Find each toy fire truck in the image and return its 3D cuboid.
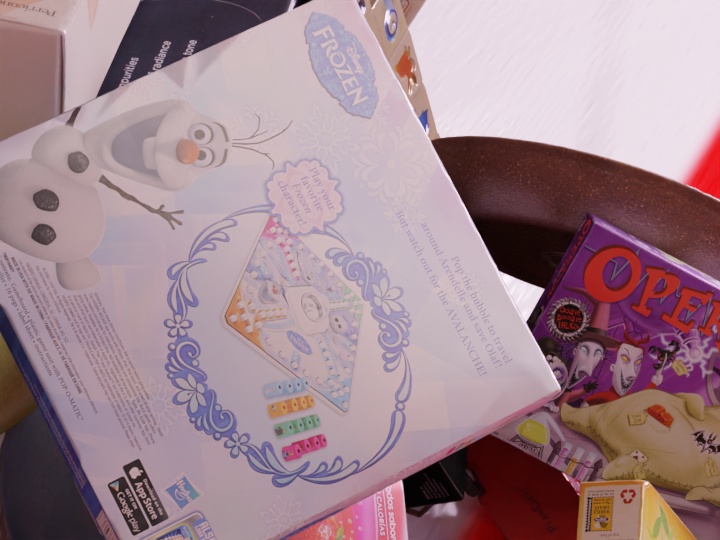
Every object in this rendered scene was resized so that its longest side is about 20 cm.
[{"bbox_3d":[0.080,0.092,1.432,0.200,0.049,0.141,52,10,13],"label":"toy fire truck"}]

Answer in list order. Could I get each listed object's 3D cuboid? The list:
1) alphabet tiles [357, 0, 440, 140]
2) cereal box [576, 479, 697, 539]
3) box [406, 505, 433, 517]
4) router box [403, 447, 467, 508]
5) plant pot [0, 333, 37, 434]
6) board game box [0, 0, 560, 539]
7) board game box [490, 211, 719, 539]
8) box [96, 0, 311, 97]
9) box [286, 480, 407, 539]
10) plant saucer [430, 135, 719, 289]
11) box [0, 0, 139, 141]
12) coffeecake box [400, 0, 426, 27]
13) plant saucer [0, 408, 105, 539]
[{"bbox_3d":[0.004,-0.052,1.400,0.006,0.201,0.167,0,37,25],"label":"alphabet tiles"},{"bbox_3d":[0.134,0.217,1.285,0.144,0.039,0.201,49,43,-56],"label":"cereal box"},{"bbox_3d":[-0.037,0.035,1.415,0.121,0.032,0.201,23,30,-45],"label":"box"},{"bbox_3d":[0.000,0.000,1.296,0.200,0.051,0.150,58,30,-46],"label":"router box"},{"bbox_3d":[-0.227,0.028,1.200,0.200,0.201,0.184,46,27,10],"label":"plant pot"},{"bbox_3d":[-0.048,0.009,1.143,0.198,0.043,0.201,-25,82,-16],"label":"board game box"},{"bbox_3d":[0.170,0.069,1.340,0.199,0.121,0.032,27,8,-9],"label":"board game box"},{"bbox_3d":[-0.135,-0.090,1.370,0.195,0.125,0.201,10,39,6],"label":"box"},{"bbox_3d":[-0.038,0.194,1.183,0.094,0.102,0.201,8,68,-35],"label":"box"},{"bbox_3d":[0.118,-0.017,1.407,0.199,0.200,0.037,22,78,-20],"label":"plant saucer"},{"bbox_3d":[-0.157,-0.131,1.248,0.094,0.078,0.200,9,34,2],"label":"box"},{"bbox_3d":[-0.054,-0.212,1.620,0.199,0.073,0.154,33,18,-7],"label":"coffeecake box"},{"bbox_3d":[-0.090,0.134,1.303,0.200,0.039,0.202,23,39,-20],"label":"plant saucer"}]
